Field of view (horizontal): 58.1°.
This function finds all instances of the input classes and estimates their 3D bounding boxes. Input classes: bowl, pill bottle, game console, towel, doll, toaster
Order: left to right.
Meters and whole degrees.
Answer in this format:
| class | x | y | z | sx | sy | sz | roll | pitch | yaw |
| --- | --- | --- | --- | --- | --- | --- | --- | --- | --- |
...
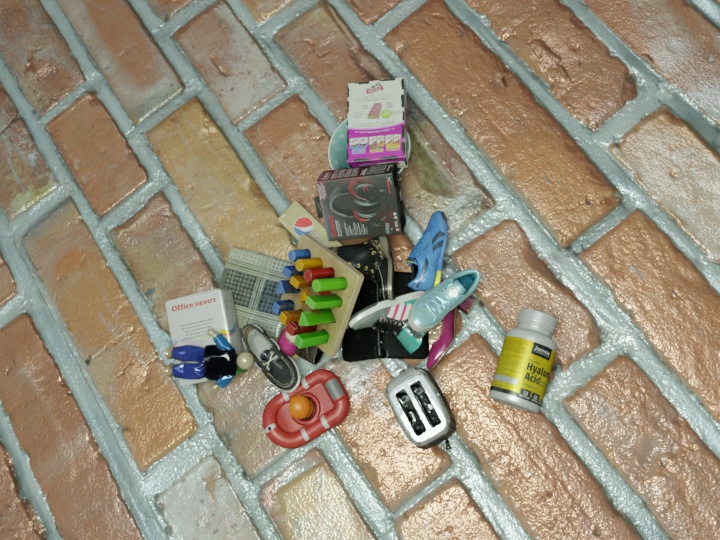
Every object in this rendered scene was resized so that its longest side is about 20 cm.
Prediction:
| class | x | y | z | sx | sy | sz | roll | pitch | yaw |
| --- | --- | --- | --- | --- | --- | --- | --- | --- | --- |
| doll | -0.335 | 0.199 | 1.449 | 0.197 | 0.048 | 0.138 | 0 | 89 | 9 |
| towel | -0.256 | 0.052 | 1.581 | 0.198 | 0.035 | 0.195 | 15 | 81 | 13 |
| bowl | 0.028 | -0.272 | 1.565 | 0.198 | 0.105 | 0.203 | -3 | 74 | 10 |
| game console | 0.054 | 0.109 | 1.503 | 0.175 | 0.116 | 0.202 | -15 | 69 | 39 |
| toaster | 0.129 | 0.297 | 1.377 | 0.113 | 0.129 | 0.201 | -28 | 71 | 4 |
| pill bottle | 0.350 | 0.189 | 1.370 | 0.110 | 0.111 | 0.202 | 15 | 79 | 15 |

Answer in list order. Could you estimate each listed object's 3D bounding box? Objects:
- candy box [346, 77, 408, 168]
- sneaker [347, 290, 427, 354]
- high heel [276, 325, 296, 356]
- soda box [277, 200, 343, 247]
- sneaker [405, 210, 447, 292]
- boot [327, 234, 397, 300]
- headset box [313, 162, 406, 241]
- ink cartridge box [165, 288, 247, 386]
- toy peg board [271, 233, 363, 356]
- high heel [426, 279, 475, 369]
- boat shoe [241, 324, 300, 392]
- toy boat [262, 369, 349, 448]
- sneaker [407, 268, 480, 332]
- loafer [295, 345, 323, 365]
| class | x | y | z | sx | sy | sz | roll | pitch | yaw |
| --- | --- | --- | --- | --- | --- | --- | --- | --- | --- |
| candy box | 0.039 | -0.335 | 1.493 | 0.135 | 0.061 | 0.202 | -2 | 75 | 11 |
| sneaker | 0.078 | 0.126 | 1.406 | 0.198 | 0.084 | 0.122 | -16 | 71 | -24 |
| high heel | -0.137 | 0.122 | 1.497 | 0.200 | 0.096 | 0.067 | -43 | 71 | -2 |
| soda box | -0.107 | -0.074 | 1.562 | 0.068 | 0.064 | 0.200 | -45 | 71 | -3 |
| sneaker | 0.150 | -0.049 | 1.486 | 0.078 | 0.066 | 0.202 | 13 | 75 | -10 |
| boot | 0.000 | 0.000 | 1.425 | 0.149 | 0.074 | 0.201 | -9 | 42 | 1 |
| headset box | -0.007 | -0.153 | 1.471 | 0.198 | 0.075 | 0.150 | -4 | 116 | 15 |
| ink cartridge box | -0.361 | 0.156 | 1.522 | 0.143 | 0.084 | 0.202 | -13 | 85 | 8 |
| toy peg board | -0.118 | 0.053 | 1.391 | 0.199 | 0.097 | 0.202 | 36 | 116 | 36 |
| high heel | 0.173 | 0.120 | 1.448 | 0.096 | 0.068 | 0.201 | 30 | 68 | 8 |
| boat shoe | -0.205 | 0.193 | 1.459 | 0.074 | 0.060 | 0.200 | -42 | 53 | 2 |
| toy boat | -0.127 | 0.304 | 1.427 | 0.199 | 0.131 | 0.131 | -33 | 71 | 1 |
| sneaker | 0.181 | 0.053 | 1.386 | 0.074 | 0.082 | 0.200 | 46 | 60 | 10 |
| loafer | -0.066 | 0.134 | 1.481 | 0.071 | 0.073 | 0.201 | 42 | 104 | 29 |
